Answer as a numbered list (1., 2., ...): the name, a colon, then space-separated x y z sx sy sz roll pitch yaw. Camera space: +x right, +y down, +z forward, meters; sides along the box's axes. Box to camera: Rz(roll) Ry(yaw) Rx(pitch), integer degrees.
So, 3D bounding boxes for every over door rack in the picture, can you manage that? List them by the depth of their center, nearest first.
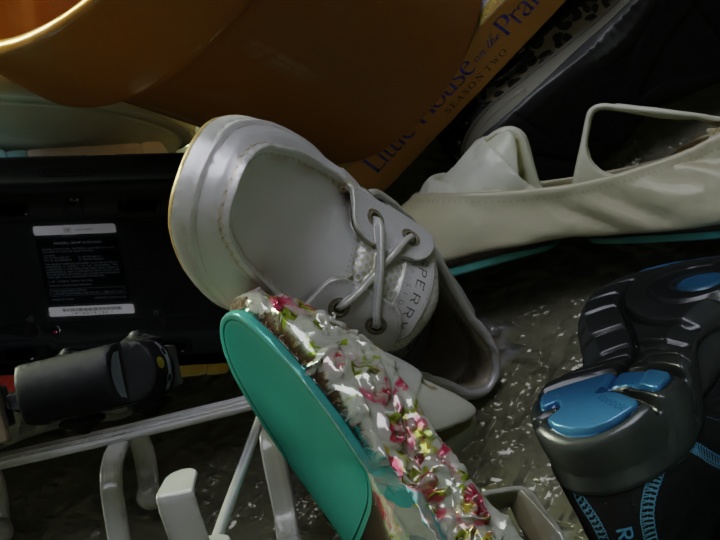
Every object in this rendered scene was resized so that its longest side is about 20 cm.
1. over door rack: -0.101 0.100 0.817 0.147 0.067 0.200 -14 5 10

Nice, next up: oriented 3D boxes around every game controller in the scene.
1. game controller: -0.114 -0.003 0.899 0.199 0.042 0.105 -3 57 -17

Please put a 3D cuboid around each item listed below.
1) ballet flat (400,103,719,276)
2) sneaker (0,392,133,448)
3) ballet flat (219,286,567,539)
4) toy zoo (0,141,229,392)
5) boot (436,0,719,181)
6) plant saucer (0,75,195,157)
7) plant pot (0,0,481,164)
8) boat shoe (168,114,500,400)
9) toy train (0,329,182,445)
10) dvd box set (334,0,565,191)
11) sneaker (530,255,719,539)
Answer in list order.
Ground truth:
1. ballet flat: 0.087 -0.036 0.952 0.199 0.070 0.070 -8 37 9
2. sneaker: -0.141 0.035 0.943 0.099 0.075 0.200 23 44 34
3. ballet flat: 0.026 0.083 0.783 0.064 0.076 0.200 -25 69 -27
4. toy zoo: -0.135 -0.003 0.931 0.199 0.021 0.131 -4 43 -19
5. boot: 0.100 -0.127 1.053 0.203 0.074 0.154 -38 38 -8
6. plant saucer: -0.177 -0.051 1.045 0.199 0.200 0.051 -2 83 22
7. plant pot: -0.053 -0.138 0.948 0.200 0.183 0.201 -26 49 34
8. boat shoe: 0.000 0.000 0.848 0.069 0.200 0.071 18 80 32
9. toy train: -0.164 0.059 0.836 0.199 0.034 0.046 -15 -5 10
10. dvd box set: 0.018 -0.120 1.033 0.200 0.029 0.147 -46 38 15
11. sneaker: 0.116 0.052 0.831 0.073 0.082 0.200 -9 17 29
